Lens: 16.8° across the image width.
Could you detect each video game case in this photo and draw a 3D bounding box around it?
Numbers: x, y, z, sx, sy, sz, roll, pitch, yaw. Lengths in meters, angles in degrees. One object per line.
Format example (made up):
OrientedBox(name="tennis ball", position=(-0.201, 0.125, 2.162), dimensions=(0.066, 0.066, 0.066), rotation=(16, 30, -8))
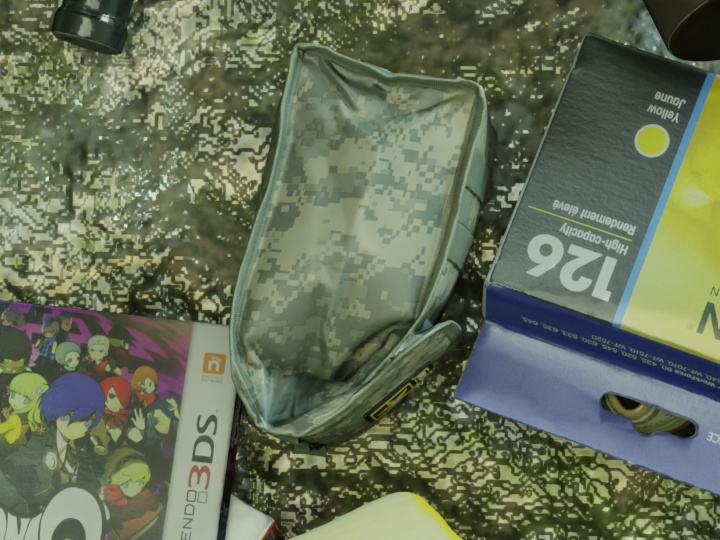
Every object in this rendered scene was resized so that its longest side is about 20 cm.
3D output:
OrientedBox(name="video game case", position=(-0.166, 0.108, 1.255), dimensions=(0.200, 0.036, 0.182), rotation=(7, 75, 4))

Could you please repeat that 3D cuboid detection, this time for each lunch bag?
OrientedBox(name="lunch bag", position=(0.000, 0.000, 1.253), dimensions=(0.117, 0.164, 0.200), rotation=(14, 86, 7))

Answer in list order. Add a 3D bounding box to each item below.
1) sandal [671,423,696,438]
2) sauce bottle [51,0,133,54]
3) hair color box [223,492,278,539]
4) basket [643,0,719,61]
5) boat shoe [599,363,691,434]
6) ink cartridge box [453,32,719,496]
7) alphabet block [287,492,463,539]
OrientedBox(name="sandal", position=(0.259, 0.061, 1.287), dimensions=(0.200, 0.048, 0.075), rotation=(-5, 83, 5))
OrientedBox(name="sauce bottle", position=(-0.123, -0.219, 1.332), dimensions=(0.066, 0.066, 0.200), rotation=(17, 85, 5))
OrientedBox(name="hair color box", position=(-0.138, 0.192, 1.283), dimensions=(0.101, 0.061, 0.200), rotation=(33, 80, 9))
OrientedBox(name="basket", position=(0.175, -0.220, 1.242), dimensions=(0.136, 0.180, 0.200), rotation=(-31, 70, 35))
OrientedBox(name="boat shoe", position=(0.148, -0.015, 1.284), dimensions=(0.073, 0.063, 0.200), rotation=(-11, 77, 21))
OrientedBox(name="ink cartridge box", position=(0.170, 0.001, 1.229), dimensions=(0.197, 0.047, 0.200), rotation=(19, 77, 12))
OrientedBox(name="alphabet block", position=(-0.014, 0.253, 1.161), dimensions=(0.196, 0.200, 0.195), rotation=(47, 125, 19))
